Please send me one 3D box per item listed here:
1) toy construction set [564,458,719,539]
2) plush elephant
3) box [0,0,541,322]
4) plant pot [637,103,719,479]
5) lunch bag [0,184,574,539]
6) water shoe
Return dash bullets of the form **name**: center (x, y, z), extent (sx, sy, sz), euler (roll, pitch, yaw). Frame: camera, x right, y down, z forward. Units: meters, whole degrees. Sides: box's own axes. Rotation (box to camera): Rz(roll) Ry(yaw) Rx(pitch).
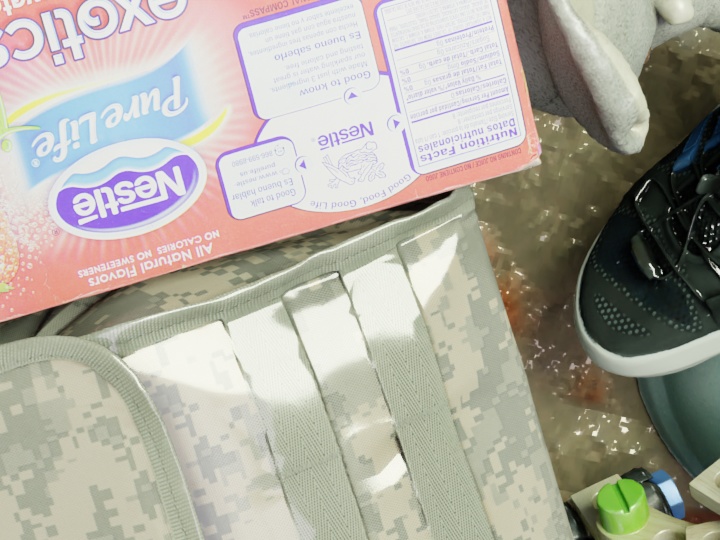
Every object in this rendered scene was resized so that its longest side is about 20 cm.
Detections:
- **toy construction set**: center (0.124, 0.145, 0.887), extent (0.092, 0.131, 0.201), euler (-11, 124, -16)
- **plush elephant**: center (0.085, -0.119, 0.800), extent (0.199, 0.165, 0.156), euler (-13, 115, -13)
- **box**: center (-0.061, -0.059, 0.690), extent (0.199, 0.095, 0.103), euler (-17, 109, -5)
- **plant pot**: center (0.216, 0.023, 0.889), extent (0.199, 0.134, 0.202), euler (-5, 106, -17)
- **lunch bag**: center (-0.048, 0.078, 0.709), extent (0.199, 0.117, 0.165), euler (-23, 103, -22)
- **water shoe**: center (0.139, -0.045, 0.813), extent (0.200, 0.072, 0.079), euler (-41, 146, 15)
